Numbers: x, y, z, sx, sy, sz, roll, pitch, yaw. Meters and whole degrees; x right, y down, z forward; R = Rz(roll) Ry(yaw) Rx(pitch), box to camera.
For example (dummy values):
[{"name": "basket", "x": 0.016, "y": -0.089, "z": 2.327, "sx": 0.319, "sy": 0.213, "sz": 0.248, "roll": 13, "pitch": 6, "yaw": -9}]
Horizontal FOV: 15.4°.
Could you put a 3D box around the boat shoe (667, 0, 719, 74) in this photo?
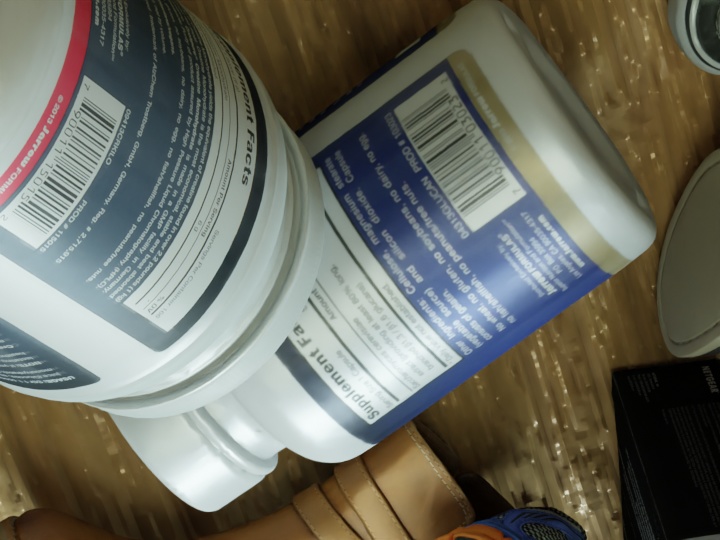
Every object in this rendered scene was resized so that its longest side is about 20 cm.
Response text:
[{"name": "boat shoe", "x": 0.207, "y": -0.128, "z": 0.983, "sx": 0.198, "sy": 0.068, "sz": 0.074, "roll": -26, "pitch": 116, "yaw": 7}]

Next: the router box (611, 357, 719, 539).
[{"name": "router box", "x": 0.139, "y": 0.147, "z": 1.037, "sx": 0.051, "sy": 0.200, "sz": 0.150, "roll": -7, "pitch": 118, "yaw": -1}]

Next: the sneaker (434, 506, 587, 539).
[{"name": "sneaker", "x": 0.087, "y": 0.182, "z": 1.048, "sx": 0.075, "sy": 0.078, "sz": 0.201, "roll": -3, "pitch": 110, "yaw": 40}]

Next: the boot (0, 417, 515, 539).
[{"name": "boot", "x": -0.032, "y": 0.116, "z": 1.069, "sx": 0.200, "sy": 0.077, "sz": 0.155, "roll": 39, "pitch": 108, "yaw": -24}]

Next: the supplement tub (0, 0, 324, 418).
[{"name": "supplement tub", "x": -0.110, "y": -0.040, "z": 0.869, "sx": 0.140, "sy": 0.141, "sz": 0.200, "roll": -35, "pitch": 147, "yaw": 11}]

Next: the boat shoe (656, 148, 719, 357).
[{"name": "boat shoe", "x": 0.176, "y": -0.029, "z": 1.004, "sx": 0.062, "sy": 0.073, "sz": 0.200, "roll": 5, "pitch": 142, "yaw": -23}]

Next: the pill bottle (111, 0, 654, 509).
[{"name": "pill bottle", "x": 0.000, "y": 0.000, "z": 0.990, "sx": 0.200, "sy": 0.111, "sz": 0.111, "roll": -36, "pitch": 115, "yaw": 11}]
